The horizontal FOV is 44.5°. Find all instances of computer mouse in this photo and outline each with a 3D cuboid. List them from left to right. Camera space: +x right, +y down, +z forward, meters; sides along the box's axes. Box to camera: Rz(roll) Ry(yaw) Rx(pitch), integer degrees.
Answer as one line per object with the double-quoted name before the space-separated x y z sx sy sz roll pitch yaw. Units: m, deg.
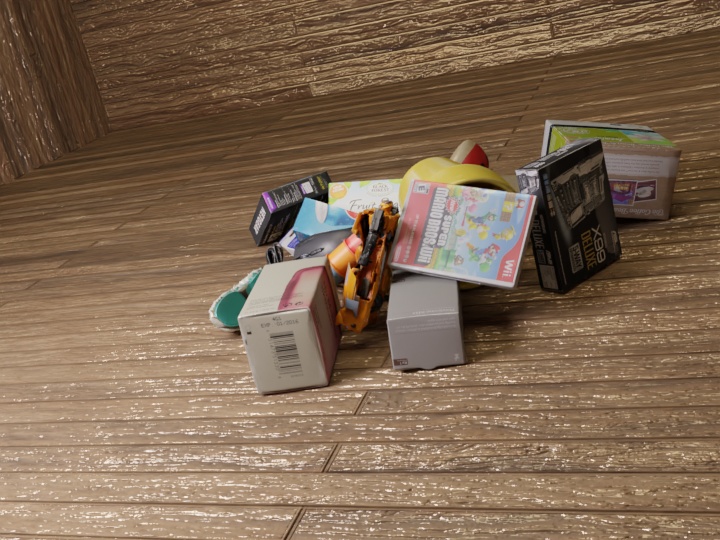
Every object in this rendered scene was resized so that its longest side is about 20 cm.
"computer mouse" -0.074 0.002 1.483 0.199 0.141 0.046 -10 -15 19

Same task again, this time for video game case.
"video game case" 0.149 -0.056 1.298 0.199 0.144 0.017 10 -15 25

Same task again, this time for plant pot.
"plant pot" 0.151 -0.096 1.472 0.200 0.201 0.189 -16 30 -8

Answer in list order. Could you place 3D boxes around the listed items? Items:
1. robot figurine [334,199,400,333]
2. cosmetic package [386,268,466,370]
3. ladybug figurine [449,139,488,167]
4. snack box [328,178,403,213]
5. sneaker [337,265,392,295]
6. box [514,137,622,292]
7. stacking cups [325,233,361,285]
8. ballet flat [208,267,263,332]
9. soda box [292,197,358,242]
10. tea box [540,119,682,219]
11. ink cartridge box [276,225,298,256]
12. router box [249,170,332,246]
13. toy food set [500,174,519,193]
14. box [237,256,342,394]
"robot figurine" 0.014 -0.011 1.344 0.058 0.201 0.145 13 9 14
"cosmetic package" 0.097 0.063 1.291 0.106 0.091 0.200 -7 18 6
"ladybug figurine" 0.210 -0.183 1.798 0.072 0.136 0.200 21 59 14
"snack box" 0.041 -0.098 1.646 0.199 0.053 0.143 -3 63 4
"sneaker" 0.000 0.000 1.533 0.199 0.075 0.090 13 1 21
"box" 0.329 -0.088 1.377 0.157 0.201 0.050 -26 20 -32
"stacking cups" -0.050 0.009 1.435 0.200 0.061 0.061 -40 17 12
"ballet flat" -0.210 0.062 1.539 0.071 0.072 0.200 -3 21 27
"soda box" -0.015 -0.064 1.572 0.199 0.068 0.064 17 -16 10
"tea box" 0.442 -0.185 1.592 0.199 0.134 0.197 2 22 -3
"ink cartridge box" -0.079 -0.059 1.744 0.095 0.037 0.200 -49 36 -18
"router box" -0.147 -0.128 1.852 0.149 0.051 0.200 -22 -11 -21
"toy food set" 0.327 -0.141 1.738 0.143 0.061 0.200 -1 22 1
"box" -0.098 0.077 1.314 0.108 0.128 0.200 -9 21 10
